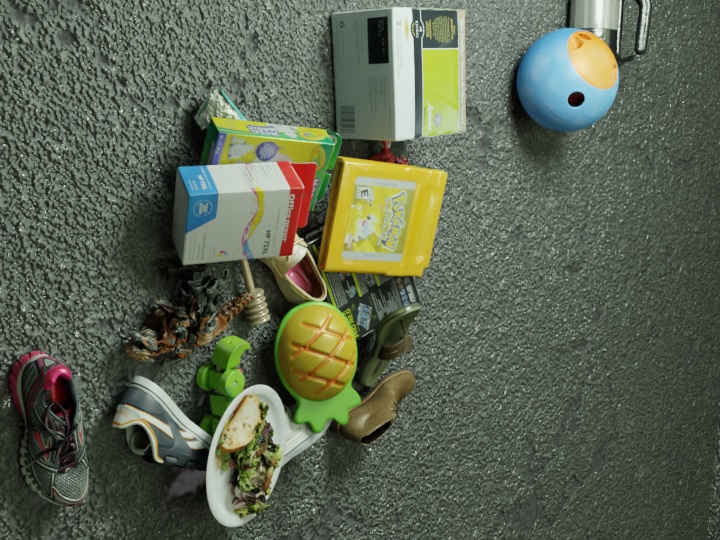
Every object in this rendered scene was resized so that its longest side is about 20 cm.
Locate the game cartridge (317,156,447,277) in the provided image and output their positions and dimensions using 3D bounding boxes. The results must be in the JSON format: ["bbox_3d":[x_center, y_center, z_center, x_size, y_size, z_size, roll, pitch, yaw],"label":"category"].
[{"bbox_3d":[0.037,-0.080,1.477,0.198,0.032,0.178,3,104,-31],"label":"game cartridge"}]

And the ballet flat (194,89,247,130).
[{"bbox_3d":[-0.163,-0.179,1.343,0.200,0.071,0.072,42,65,-42],"label":"ballet flat"}]

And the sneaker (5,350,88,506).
[{"bbox_3d":[-0.371,0.200,1.141,0.080,0.074,0.202,-29,118,-43],"label":"sneaker"}]

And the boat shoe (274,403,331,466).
[{"bbox_3d":[-0.119,0.243,1.453,0.200,0.071,0.070,-36,125,-33],"label":"boat shoe"}]

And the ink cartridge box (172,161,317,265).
[{"bbox_3d":[-0.148,-0.080,1.275,0.198,0.067,0.117,-6,131,-24],"label":"ink cartridge box"}]

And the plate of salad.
[{"bbox_3d":[-0.150,0.262,1.325,0.200,0.048,0.202,-27,121,-60],"label":"plate of salad"}]

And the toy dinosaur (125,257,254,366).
[{"bbox_3d":[-0.234,0.058,1.289,0.200,0.101,0.137,-42,143,-59],"label":"toy dinosaur"}]

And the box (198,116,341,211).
[{"bbox_3d":[-0.123,-0.144,1.314,0.198,0.048,0.118,0,127,-30],"label":"box"}]

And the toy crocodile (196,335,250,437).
[{"bbox_3d":[-0.191,0.195,1.357,0.061,0.067,0.202,-12,105,-48],"label":"toy crocodile"}]

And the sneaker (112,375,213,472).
[{"bbox_3d":[-0.260,0.233,1.276,0.200,0.078,0.080,51,55,-32],"label":"sneaker"}]

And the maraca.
[{"bbox_3d":[-0.064,0.147,1.442,0.136,0.107,0.202,-14,99,-21],"label":"maraca"}]

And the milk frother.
[{"bbox_3d":[0.530,-0.531,2.057,0.200,0.179,0.190,-106,-162,-82],"label":"milk frother"}]

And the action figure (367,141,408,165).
[{"bbox_3d":[0.042,-0.120,1.558,0.065,0.099,0.202,0,96,-4],"label":"action figure"}]

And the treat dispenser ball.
[{"bbox_3d":[0.411,-0.377,1.868,0.200,0.200,0.203,-11,104,-48],"label":"treat dispenser ball"}]

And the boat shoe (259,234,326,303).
[{"bbox_3d":[-0.108,-0.026,1.416,0.074,0.069,0.201,-56,134,-27],"label":"boat shoe"}]

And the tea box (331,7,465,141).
[{"bbox_3d":[0.066,-0.318,1.524,0.196,0.133,0.202,-14,107,-47],"label":"tea box"}]

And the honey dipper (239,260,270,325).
[{"bbox_3d":[-0.171,-0.018,1.370,0.038,0.038,0.202,-30,117,-43],"label":"honey dipper"}]

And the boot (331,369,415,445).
[{"bbox_3d":[0.042,0.240,1.624,0.199,0.075,0.074,-31,135,-42],"label":"boot"}]

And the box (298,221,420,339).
[{"bbox_3d":[0.000,0.000,1.528,0.159,0.044,0.201,-29,119,-19],"label":"box"}]

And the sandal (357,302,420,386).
[{"bbox_3d":[0.058,0.129,1.577,0.079,0.057,0.202,-19,144,-41],"label":"sandal"}]
